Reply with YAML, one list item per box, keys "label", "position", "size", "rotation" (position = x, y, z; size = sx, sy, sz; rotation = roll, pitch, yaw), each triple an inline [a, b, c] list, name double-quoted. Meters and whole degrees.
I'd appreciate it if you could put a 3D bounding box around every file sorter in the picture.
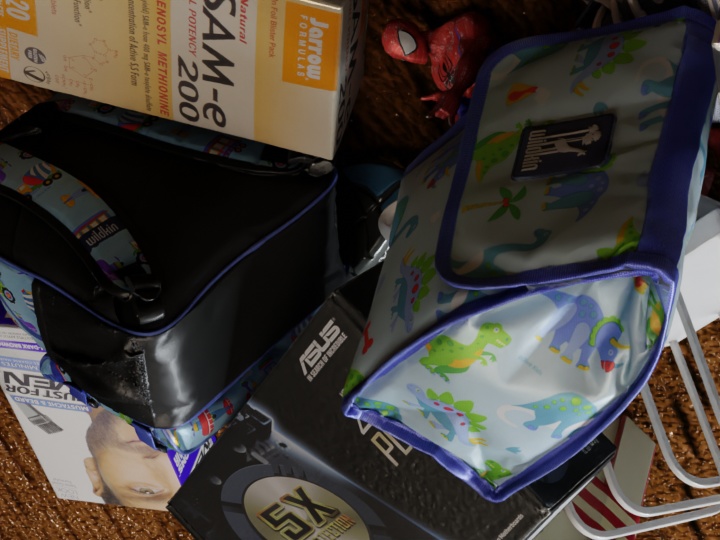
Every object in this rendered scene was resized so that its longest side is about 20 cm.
- label: "file sorter"
  position: [0.200, 0.056, 1.304]
  size: [0.139, 0.125, 0.200]
  rotation: [-7, 161, -37]

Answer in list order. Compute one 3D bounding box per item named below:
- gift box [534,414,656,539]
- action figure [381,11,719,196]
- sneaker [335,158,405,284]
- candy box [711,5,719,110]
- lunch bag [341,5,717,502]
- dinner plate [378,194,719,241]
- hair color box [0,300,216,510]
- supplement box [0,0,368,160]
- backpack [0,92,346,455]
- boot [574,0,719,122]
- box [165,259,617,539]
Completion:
- label: "gift box"
  position: [0.062, 0.153, 1.502]
  size: [0.187, 0.185, 0.200]
  rotation: [42, 137, -20]
- label: "action figure"
  position: [0.096, -0.071, 1.267]
  size: [0.200, 0.099, 0.065]
  rotation: [26, 143, -3]
- label: "sneaker"
  position: [0.000, 0.000, 1.440]
  size: [0.082, 0.073, 0.200]
  rotation: [3, 147, -25]
- label: "candy box"
  position: [0.220, -0.093, 1.115]
  size: [0.071, 0.168, 0.200]
  rotation: [4, 141, 19]
- label: "lunch bag"
  position: [0.092, -0.015, 1.128]
  size: [0.127, 0.170, 0.200]
  rotation: [32, 138, -19]
- label: "dinner plate"
  position: [0.109, -0.014, 1.313]
  size: [0.200, 0.024, 0.200]
  rotation: [2, 163, 0]
- label: "hair color box"
  position: [-0.177, 0.080, 1.614]
  size: [0.109, 0.065, 0.200]
  rotation: [5, 143, 19]
- label: "supplement box"
  position: [-0.097, -0.145, 1.276]
  size: [0.200, 0.074, 0.126]
  rotation: [14, 144, 7]
- label: "backpack"
  position: [-0.129, -0.014, 1.352]
  size: [0.200, 0.183, 0.135]
  rotation: [26, 142, 31]
- label: "boot"
  position: [0.143, -0.132, 1.156]
  size: [0.090, 0.073, 0.200]
  rotation: [-13, 142, 11]
- label: "box"
  position: [0.014, 0.115, 1.316]
  size: [0.164, 0.086, 0.200]
  rotation: [46, 127, 9]
